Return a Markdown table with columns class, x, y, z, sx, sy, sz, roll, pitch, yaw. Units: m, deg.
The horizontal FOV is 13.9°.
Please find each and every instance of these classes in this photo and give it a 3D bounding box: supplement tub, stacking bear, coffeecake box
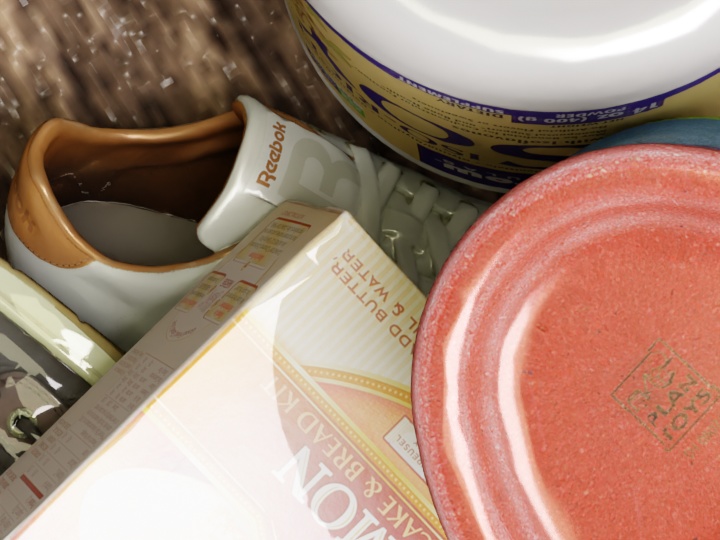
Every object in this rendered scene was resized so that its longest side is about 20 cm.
| class | x | y | z | sx | sy | sz | roll | pitch | yaw |
| --- | --- | --- | --- | --- | --- | --- | --- | --- | --- |
| supplement tub | 0.046 | -0.097 | 0.730 | 0.145 | 0.200 | 0.146 | 0 | 83 | 3 |
| stacking bear | 0.086 | 0.018 | 0.689 | 0.114 | 0.200 | 0.121 | 43 | 104 | 7 |
| coffeecake box | -0.031 | 0.106 | 0.735 | 0.200 | 0.073 | 0.154 | -45 | 102 | -7 |

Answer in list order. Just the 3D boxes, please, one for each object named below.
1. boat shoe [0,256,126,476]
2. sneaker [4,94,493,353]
| class | x | y | z | sx | sy | sz | roll | pitch | yaw |
| --- | --- | --- | --- | --- | --- | --- | --- | --- | --- |
| boat shoe | -0.083 | 0.056 | 0.797 | 0.201 | 0.072 | 0.066 | 37 | 69 | -5 |
| sneaker | 0.000 | 0.000 | 0.796 | 0.200 | 0.085 | 0.073 | 6 | 56 | 3 |
